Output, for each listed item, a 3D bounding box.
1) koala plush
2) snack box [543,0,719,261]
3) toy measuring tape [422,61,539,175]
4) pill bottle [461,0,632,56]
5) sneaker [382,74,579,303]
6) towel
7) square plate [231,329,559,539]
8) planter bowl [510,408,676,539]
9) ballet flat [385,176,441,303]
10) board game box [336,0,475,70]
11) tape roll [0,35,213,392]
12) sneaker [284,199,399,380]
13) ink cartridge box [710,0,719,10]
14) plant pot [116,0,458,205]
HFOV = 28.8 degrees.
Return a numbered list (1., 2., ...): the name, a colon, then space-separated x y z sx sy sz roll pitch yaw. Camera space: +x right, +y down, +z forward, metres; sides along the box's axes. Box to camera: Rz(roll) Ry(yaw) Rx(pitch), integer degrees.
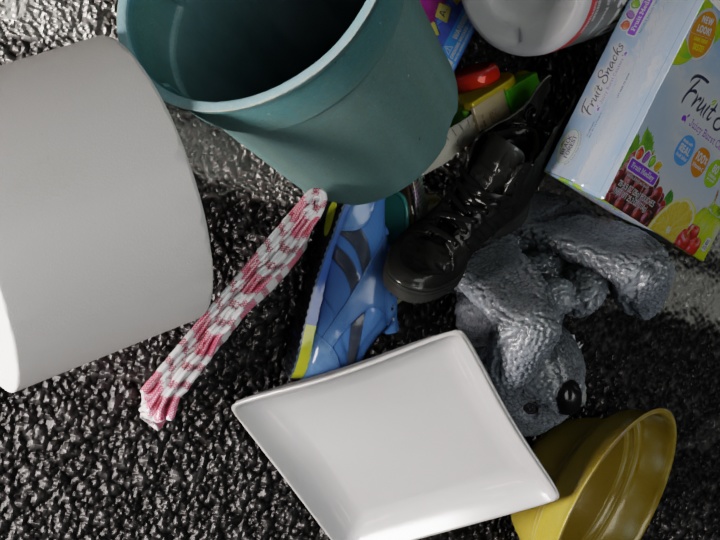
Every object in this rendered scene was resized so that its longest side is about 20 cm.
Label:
1. koala plush: 0.139 0.054 1.168 0.176 0.184 0.201 -25 131 -25
2. snack box: 0.251 -0.116 1.124 0.200 0.067 0.170 23 95 -53
3. toy measuring tape: 0.074 -0.116 1.119 0.200 0.073 0.074 -34 115 -40
4. pill bottle: 0.175 -0.240 1.107 0.199 0.113 0.115 -25 112 -49
5. sneaker: 0.092 -0.063 1.066 0.199 0.060 0.105 -36 153 -38
6. towel: -0.091 0.033 1.028 0.030 0.146 0.200 39 78 -1
7. square plate: 0.030 0.136 1.108 0.199 0.029 0.199 -19 126 20
8. planter bowl: 0.188 0.192 1.224 0.200 0.083 0.202 -35 139 -36
9. ballet flat: 0.032 -0.074 1.125 0.071 0.069 0.202 -18 106 -41
10. board game box: 0.033 -0.284 1.096 0.199 0.041 0.201 30 83 -29
11. tape roll: -0.202 -0.038 0.920 0.138 0.202 0.204 -22 109 -24
12. sneaker: 0.000 0.000 1.098 0.078 0.066 0.202 12 103 -10
13. ink cartridge box: 0.337 -0.162 1.269 0.200 0.067 0.117 43 79 -28
14. plant pot: -0.031 -0.152 0.975 0.201 0.199 0.196 -58 146 -8
